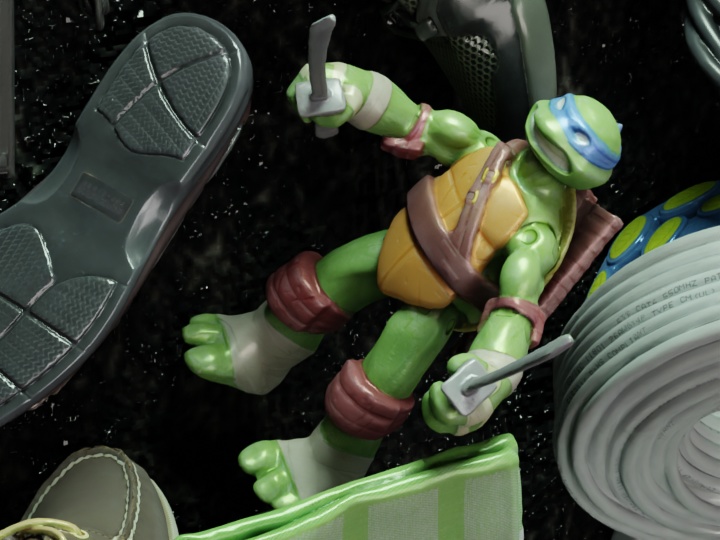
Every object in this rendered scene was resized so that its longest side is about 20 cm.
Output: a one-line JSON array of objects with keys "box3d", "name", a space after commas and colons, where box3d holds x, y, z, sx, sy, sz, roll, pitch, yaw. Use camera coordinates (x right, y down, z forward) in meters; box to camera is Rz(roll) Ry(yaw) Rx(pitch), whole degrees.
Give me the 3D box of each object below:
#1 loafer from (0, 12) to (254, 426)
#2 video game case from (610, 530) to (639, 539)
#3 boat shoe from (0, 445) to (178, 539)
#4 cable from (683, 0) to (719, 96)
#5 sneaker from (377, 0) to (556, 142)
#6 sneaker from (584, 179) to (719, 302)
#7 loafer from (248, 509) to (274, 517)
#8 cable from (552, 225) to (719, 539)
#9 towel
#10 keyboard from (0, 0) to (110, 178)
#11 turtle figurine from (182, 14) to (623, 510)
[{"box3d": [-0.106, -0.007, 1.039, 0.200, 0.072, 0.063, -52, 162, -5], "name": "loafer"}, {"box3d": [0.185, 0.168, 1.291, 0.182, 0.023, 0.201, 17, 97, -33], "name": "video game case"}, {"box3d": [-0.118, 0.131, 1.014, 0.072, 0.200, 0.060, -9, 126, 20], "name": "boat shoe"}, {"box3d": [0.219, -0.101, 1.177, 0.163, 0.051, 0.200, 47, 53, 2], "name": "cable"}, {"box3d": [0.003, -0.125, 1.061, 0.114, 0.076, 0.200, -32, 116, -16], "name": "sneaker"}, {"box3d": [0.189, -0.009, 1.207, 0.199, 0.071, 0.083, -28, 112, -24], "name": "sneaker"}, {"box3d": [-0.085, 0.160, 1.104, 0.199, 0.072, 0.063, -19, 123, -27], "name": "loafer"}, {"box3d": [0.180, 0.052, 1.141, 0.199, 0.069, 0.200, 3, 144, -9], "name": "cable"}, {"box3d": [0.003, 0.169, 1.027, 0.149, 0.031, 0.201, -18, 123, -22], "name": "towel"}, {"box3d": [-0.145, -0.131, 1.004, 0.127, 0.021, 0.201, -6, 109, -23], "name": "keyboard"}, {"box3d": [0.000, 0.000, 1.022, 0.144, 0.200, 0.194, 43, 119, 0], "name": "turtle figurine"}]
